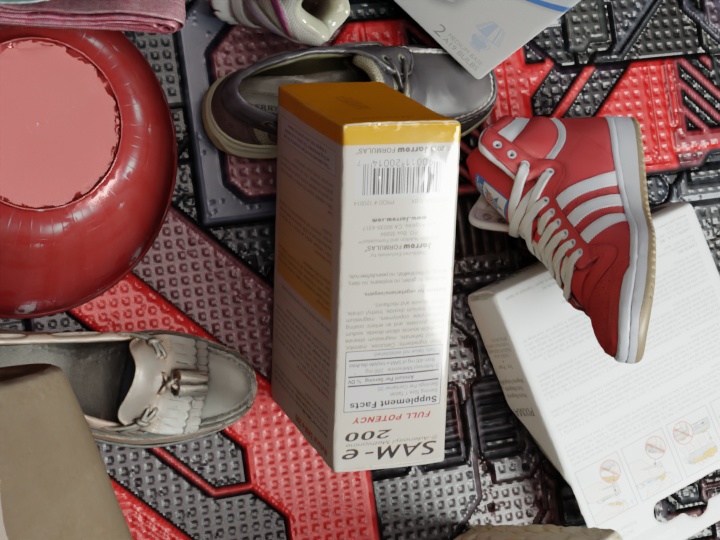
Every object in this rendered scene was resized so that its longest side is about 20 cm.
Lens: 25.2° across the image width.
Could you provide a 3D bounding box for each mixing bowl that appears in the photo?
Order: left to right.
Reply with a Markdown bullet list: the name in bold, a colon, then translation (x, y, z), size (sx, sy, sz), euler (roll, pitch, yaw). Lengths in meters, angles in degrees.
- **mixing bowl**: translation (-0.191, -0.075, 0.924), size (0.198, 0.108, 0.203), euler (1, 86, -19)

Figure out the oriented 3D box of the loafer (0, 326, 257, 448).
- **loafer**: translation (-0.152, 0.067, 0.947), size (0.198, 0.063, 0.073), euler (6, 83, -18)

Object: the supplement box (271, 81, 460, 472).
- **supplement box**: translation (0.000, 0.000, 0.941), size (0.073, 0.126, 0.202), euler (-4, 108, -19)

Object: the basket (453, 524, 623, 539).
- **basket**: translation (0.092, 0.233, 0.947), size (0.123, 0.200, 0.136), euler (-31, 95, -23)

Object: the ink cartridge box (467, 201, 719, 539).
- **ink cartridge box**: translation (0.181, 0.077, 1.069), size (0.161, 0.057, 0.202), euler (-23, 97, -19)

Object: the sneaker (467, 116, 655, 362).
- **sneaker**: translation (0.121, -0.024, 0.995), size (0.111, 0.072, 0.201), euler (5, 43, -1)

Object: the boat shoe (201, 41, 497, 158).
- **boat shoe**: translation (0.002, -0.108, 1.012), size (0.198, 0.065, 0.073), euler (-5, 85, -20)

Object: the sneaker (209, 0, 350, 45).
- **sneaker**: translation (-0.035, -0.214, 0.937), size (0.088, 0.201, 0.081), euler (28, 57, 19)

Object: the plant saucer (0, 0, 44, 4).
- **plant saucer**: translation (-0.185, -0.226, 0.862), size (0.199, 0.039, 0.203), euler (2, 71, -6)

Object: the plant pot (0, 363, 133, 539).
- **plant pot**: translation (-0.198, 0.144, 0.847), size (0.198, 0.200, 0.177), euler (-10, 93, -19)

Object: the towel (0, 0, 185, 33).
- **towel**: translation (-0.165, -0.229, 0.896), size (0.142, 0.023, 0.202), euler (2, 73, -5)

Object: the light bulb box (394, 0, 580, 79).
- **light bulb box**: translation (0.083, -0.258, 0.968), size (0.198, 0.200, 0.125), euler (41, 53, -11)
